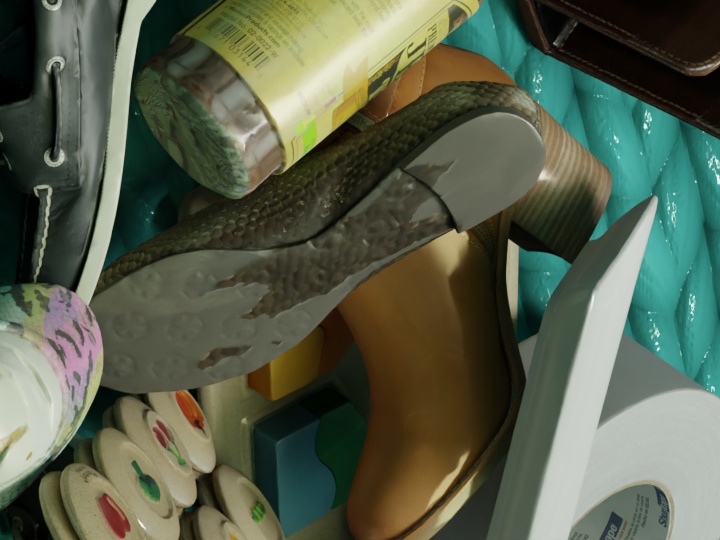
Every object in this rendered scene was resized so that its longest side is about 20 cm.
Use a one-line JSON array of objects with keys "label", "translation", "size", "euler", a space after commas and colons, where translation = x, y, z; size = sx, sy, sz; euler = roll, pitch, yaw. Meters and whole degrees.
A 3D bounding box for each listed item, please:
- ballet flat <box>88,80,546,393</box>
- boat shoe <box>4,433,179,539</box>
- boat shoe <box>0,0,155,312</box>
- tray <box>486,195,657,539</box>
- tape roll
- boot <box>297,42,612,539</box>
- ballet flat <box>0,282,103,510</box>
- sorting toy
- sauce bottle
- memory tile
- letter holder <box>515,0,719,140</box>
[{"label": "ballet flat", "translation": [-0.022, -0.016, 0.865], "size": [0.200, 0.046, 0.067], "euler": [-30, 127, 12]}, {"label": "boat shoe", "translation": [-0.099, 0.124, 0.921], "size": [0.057, 0.067, 0.200], "euler": [-54, 140, -18]}, {"label": "boat shoe", "translation": [-0.114, -0.070, 0.820], "size": [0.066, 0.075, 0.200], "euler": [6, 117, -17]}, {"label": "tray", "translation": [0.075, 0.073, 0.924], "size": [0.107, 0.022, 0.201], "euler": [-50, 155, -61]}, {"label": "tape roll", "translation": [0.088, 0.126, 1.079], "size": [0.200, 0.066, 0.201], "euler": [-29, 137, -31]}, {"label": "boot", "translation": [0.000, 0.000, 0.918], "size": [0.154, 0.074, 0.201], "euler": [31, 73, -26]}, {"label": "ballet flat", "translation": [-0.156, 0.063, 0.757], "size": [0.200, 0.071, 0.069], "euler": [-31, 93, -30]}, {"label": "sorting toy", "translation": [0.007, 0.032, 1.005], "size": [0.185, 0.036, 0.201], "euler": [-26, 125, -34]}, {"label": "sauce bottle", "translation": [0.008, -0.107, 0.859], "size": [0.200, 0.065, 0.065], "euler": [-40, 132, -19]}, {"label": "memory tile", "translation": [-0.053, 0.116, 0.862], "size": [0.017, 0.200, 0.154], "euler": [-33, 96, 10]}, {"label": "letter holder", "translation": [0.176, -0.167, 0.988], "size": [0.200, 0.142, 0.101], "euler": [-52, 151, -13]}]
